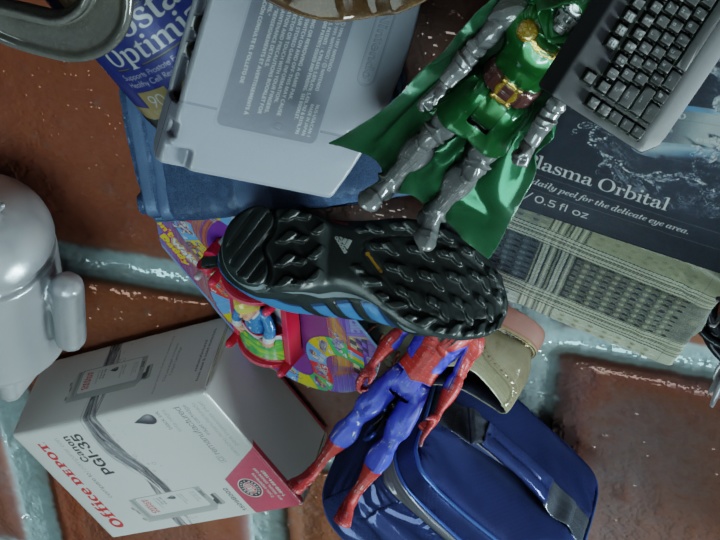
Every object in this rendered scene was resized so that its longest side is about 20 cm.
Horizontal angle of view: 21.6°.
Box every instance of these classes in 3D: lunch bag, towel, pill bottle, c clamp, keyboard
[{"bbox_3d":[0.077,0.159,1.414,0.200,0.136,0.132,41,133,-21],"label":"lunch bag"},{"bbox_3d":[-0.060,-0.093,1.244,0.200,0.049,0.112,-4,100,23],"label":"towel"},{"bbox_3d":[-0.141,-0.190,1.143,0.112,0.112,0.200,-17,127,33],"label":"pill bottle"},{"bbox_3d":[-0.205,-0.195,1.067,0.171,0.027,0.200,20,125,6],"label":"c clamp"},{"bbox_3d":[0.140,-0.009,1.242,0.200,0.035,0.193,23,161,4],"label":"towel"},{"bbox_3d":[0.158,-0.170,0.963,0.127,0.021,0.200,30,98,-19],"label":"keyboard"}]

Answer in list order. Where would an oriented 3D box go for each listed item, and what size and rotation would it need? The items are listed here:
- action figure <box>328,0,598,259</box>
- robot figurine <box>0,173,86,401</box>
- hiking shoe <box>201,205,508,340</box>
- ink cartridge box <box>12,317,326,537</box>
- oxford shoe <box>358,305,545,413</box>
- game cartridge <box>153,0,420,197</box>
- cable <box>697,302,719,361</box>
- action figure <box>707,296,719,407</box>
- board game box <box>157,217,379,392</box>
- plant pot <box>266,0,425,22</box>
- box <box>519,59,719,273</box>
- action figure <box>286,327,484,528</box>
[{"bbox_3d":[0.072,-0.092,1.048,0.118,0.055,0.200,32,132,-7],"label":"action figure"},{"bbox_3d":[-0.278,0.007,1.397,0.169,0.113,0.200,17,139,14],"label":"robot figurine"},{"bbox_3d":[0.000,0.000,1.252,0.200,0.075,0.087,16,169,-13],"label":"hiking shoe"},{"bbox_3d":[-0.152,0.130,1.503,0.200,0.083,0.147,-15,129,31],"label":"ink cartridge box"},{"bbox_3d":[0.030,0.040,1.342,0.200,0.074,0.071,20,160,1],"label":"oxford shoe"},{"bbox_3d":[-0.035,-0.147,1.120,0.133,0.040,0.200,12,108,-22],"label":"game cartridge"},{"bbox_3d":[0.318,0.027,1.254,0.200,0.051,0.163,6,136,14],"label":"cable"},{"bbox_3d":[0.285,0.046,1.166,0.200,0.069,0.130,18,121,-35],"label":"action figure"},{"bbox_3d":[-0.080,0.027,1.351,0.200,0.039,0.158,52,149,-17],"label":"board game box"},{"bbox_3d":[-0.008,-0.225,0.946,0.200,0.198,0.201,-1,114,-2],"label":"plant pot"},{"bbox_3d":[0.172,-0.123,1.100,0.196,0.118,0.200,18,137,1],"label":"box"},{"bbox_3d":[0.028,0.085,1.303,0.065,0.052,0.200,36,99,5],"label":"action figure"}]
